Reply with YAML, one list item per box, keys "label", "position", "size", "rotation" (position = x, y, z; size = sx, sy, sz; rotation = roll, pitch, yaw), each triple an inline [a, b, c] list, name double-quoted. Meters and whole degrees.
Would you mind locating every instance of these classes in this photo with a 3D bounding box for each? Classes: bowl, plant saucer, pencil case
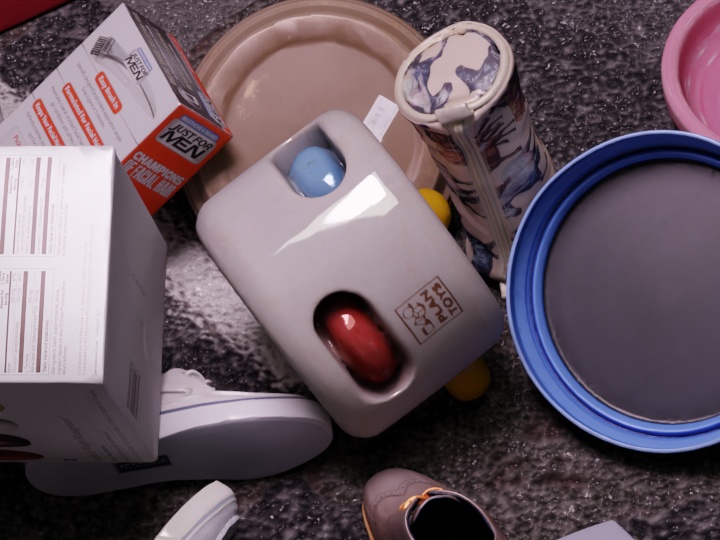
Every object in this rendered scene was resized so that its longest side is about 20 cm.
- label: "bowl"
  position: [0.191, 0.013, 1.704]
  size: [0.199, 0.039, 0.202]
  rotation: [0, 90, 20]
- label: "plant saucer"
  position: [0.308, -0.127, 1.872]
  size: [0.199, 0.051, 0.201]
  rotation: [-4, 49, 5]
- label: "pencil case"
  position: [0.083, -0.073, 1.749]
  size: [0.077, 0.200, 0.090]
  rotation: [-18, 52, 8]
- label: "plant saucer"
  position: [-0.027, -0.089, 1.829]
  size: [0.199, 0.029, 0.201]
  rotation: [0, 84, 2]

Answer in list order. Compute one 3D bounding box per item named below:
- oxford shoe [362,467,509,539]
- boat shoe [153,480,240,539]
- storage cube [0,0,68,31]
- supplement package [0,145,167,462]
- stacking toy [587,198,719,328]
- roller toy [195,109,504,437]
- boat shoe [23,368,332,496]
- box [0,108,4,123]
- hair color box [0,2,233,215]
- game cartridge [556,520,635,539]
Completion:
- label: "oxford shoe"
  position: [0.049, 0.153, 1.625]
  size: [0.071, 0.073, 0.200]
  rotation: [-31, 28, -14]
- label: "boat shoe"
  position: [-0.117, 0.218, 1.636]
  size: [0.071, 0.070, 0.201]
  rotation: [31, 57, 6]
- label: "storage cube"
  position: [-0.263, -0.314, 2.023]
  size: [0.199, 0.180, 0.171]
  rotation: [-27, 52, -14]
- label: "supplement package"
  position: [-0.230, 0.025, 1.621]
  size: [0.199, 0.191, 0.148]
  rotation: [0, 72, 6]
- label: "stacking toy"
  position: [0.247, 0.020, 1.742]
  size: [0.199, 0.086, 0.085]
  rotation: [30, 59, 23]
- label: "roller toy"
  position: [0.000, 0.000, 1.704]
  size: [0.139, 0.182, 0.200]
  rotation: [-37, 76, 0]
- label: "boat shoe"
  position: [-0.118, 0.094, 1.728]
  size: [0.199, 0.074, 0.066]
  rotation: [-5, 54, 2]
- label: "box"
  position: [-0.345, -0.167, 1.946]
  size: [0.097, 0.125, 0.200]
  rotation: [-27, 51, -15]
- label: "hair color box"
  position: [-0.191, -0.068, 1.822]
  size: [0.200, 0.064, 0.111]
  rotation: [-43, 50, 15]
- label: "game cartridge"
  position: [0.107, 0.238, 1.601]
  size: [0.199, 0.041, 0.133]
  rotation: [-33, 57, -19]
